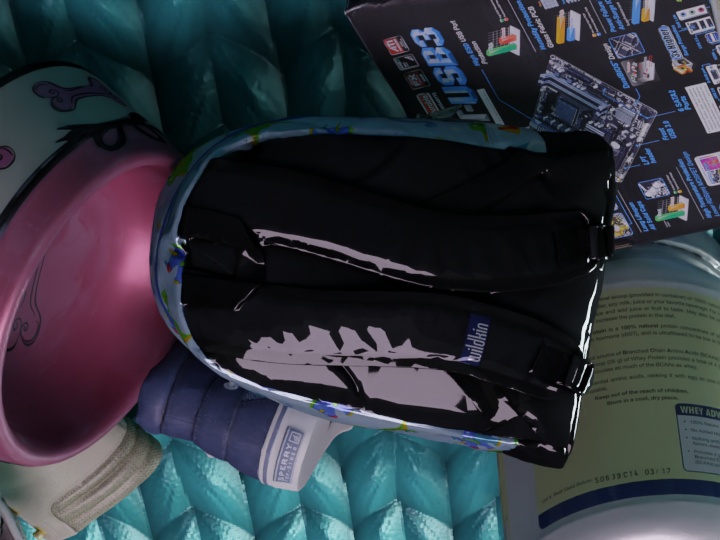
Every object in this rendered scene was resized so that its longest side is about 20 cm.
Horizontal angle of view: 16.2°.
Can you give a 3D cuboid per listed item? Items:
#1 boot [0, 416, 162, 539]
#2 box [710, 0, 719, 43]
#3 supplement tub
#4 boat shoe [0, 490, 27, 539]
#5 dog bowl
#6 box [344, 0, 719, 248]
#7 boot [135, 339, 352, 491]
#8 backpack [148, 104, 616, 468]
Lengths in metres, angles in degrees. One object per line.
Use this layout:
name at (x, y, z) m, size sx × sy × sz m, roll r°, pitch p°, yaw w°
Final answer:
boot at (-0.229, 0.100, 1.421) m, size 0.199 × 0.072 × 0.155 m, roll -23°, pitch 135°, yaw 23°
box at (0.202, -0.214, 0.982) m, size 0.170 × 0.200 × 0.200 m, roll -11°, pitch 138°, yaw 12°
supplement tub at (0.141, 0.086, 1.294) m, size 0.144 × 0.201 × 0.145 m, roll -2°, pitch 144°, yaw -1°
boat shoe at (-0.217, 0.128, 1.304) m, size 0.072 × 0.066 × 0.200 m, roll -42°, pitch 156°, yaw -12°
dog bowl at (-0.150, 0.005, 1.217) m, size 0.074 × 0.200 × 0.201 m, roll 25°, pitch 143°, yaw 23°
box at (0.122, -0.094, 1.210) m, size 0.198 × 0.050 × 0.200 m, roll -12°, pitch 135°, yaw 25°
boot at (-0.045, 0.048, 1.302) m, size 0.090 × 0.200 × 0.073 m, roll 20°, pitch 106°, yaw 8°
backpack at (0.000, 0.000, 1.185) m, size 0.199 × 0.154 × 0.164 m, roll 3°, pitch 99°, yaw -24°
